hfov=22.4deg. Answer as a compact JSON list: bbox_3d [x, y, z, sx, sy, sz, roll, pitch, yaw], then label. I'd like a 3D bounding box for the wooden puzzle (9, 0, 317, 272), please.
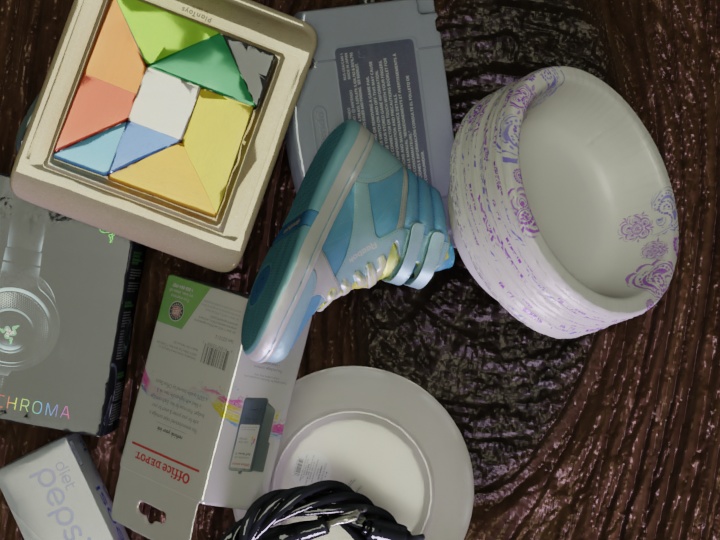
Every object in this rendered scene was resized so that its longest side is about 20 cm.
[{"bbox_3d":[-0.147,-0.120,1.362,0.184,0.037,0.202,20,89,-7],"label":"wooden puzzle"}]

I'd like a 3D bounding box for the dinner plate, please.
[{"bbox_3d":[-0.006,0.179,1.471,0.198,0.024,0.202,0,89,1],"label":"dinner plate"}]

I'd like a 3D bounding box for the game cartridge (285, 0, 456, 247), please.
[{"bbox_3d":[0.007,-0.108,1.428,0.132,0.041,0.202,-9,95,-21],"label":"game cartridge"}]

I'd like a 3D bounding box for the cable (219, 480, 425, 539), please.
[{"bbox_3d":[-0.051,0.252,1.415,0.162,0.051,0.200,22,118,-30],"label":"cable"}]

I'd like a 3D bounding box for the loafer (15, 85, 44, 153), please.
[{"bbox_3d":[-0.188,-0.154,1.419,0.063,0.072,0.200,32,65,9],"label":"loafer"}]

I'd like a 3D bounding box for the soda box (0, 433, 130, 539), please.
[{"bbox_3d":[-0.217,0.234,1.451,0.068,0.063,0.201,-25,89,1],"label":"soda box"}]

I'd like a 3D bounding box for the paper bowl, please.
[{"bbox_3d":[0.147,-0.047,1.402,0.104,0.200,0.202,-25,90,44],"label":"paper bowl"}]

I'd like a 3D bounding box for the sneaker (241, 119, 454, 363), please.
[{"bbox_3d":[0.000,0.000,1.359,0.130,0.079,0.201,31,72,-17],"label":"sneaker"}]

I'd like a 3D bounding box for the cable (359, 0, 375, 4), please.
[{"bbox_3d":[0.006,-0.170,1.458,0.097,0.050,0.201,27,92,-2],"label":"cable"}]

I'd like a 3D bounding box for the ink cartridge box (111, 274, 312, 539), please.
[{"bbox_3d":[-0.119,0.115,1.421,0.067,0.117,0.202,15,90,-42],"label":"ink cartridge box"}]

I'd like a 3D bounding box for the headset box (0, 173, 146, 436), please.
[{"bbox_3d":[-0.264,0.015,1.431,0.173,0.093,0.202,10,89,0],"label":"headset box"}]
